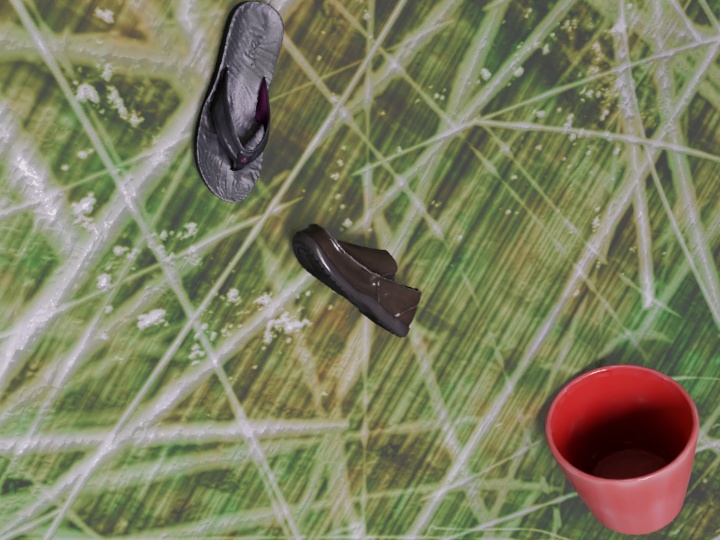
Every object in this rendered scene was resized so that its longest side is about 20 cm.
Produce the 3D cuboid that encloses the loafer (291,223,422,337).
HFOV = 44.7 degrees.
[{"bbox_3d":[0.000,0.000,0.989,0.072,0.073,0.200,-55,132,-8],"label":"loafer"}]

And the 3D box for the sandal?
[{"bbox_3d":[-0.119,-0.164,0.869,0.075,0.048,0.202,3,105,-30],"label":"sandal"}]

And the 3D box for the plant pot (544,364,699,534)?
[{"bbox_3d":[0.373,0.262,1.226,0.200,0.200,0.178,-35,130,-14],"label":"plant pot"}]
